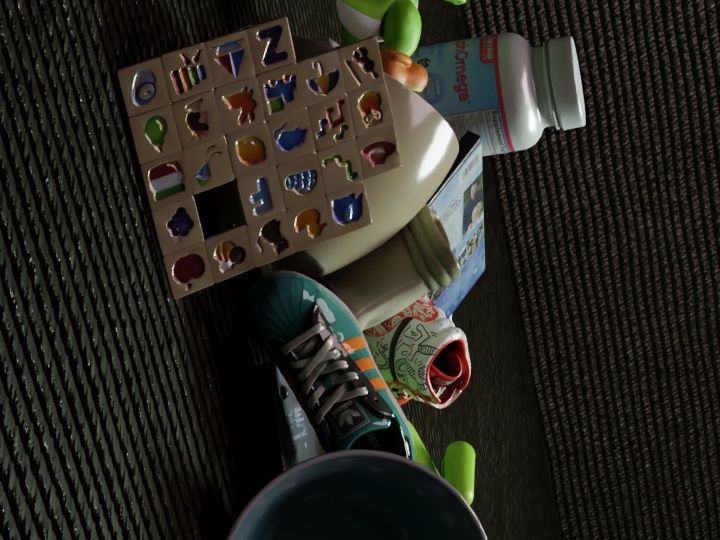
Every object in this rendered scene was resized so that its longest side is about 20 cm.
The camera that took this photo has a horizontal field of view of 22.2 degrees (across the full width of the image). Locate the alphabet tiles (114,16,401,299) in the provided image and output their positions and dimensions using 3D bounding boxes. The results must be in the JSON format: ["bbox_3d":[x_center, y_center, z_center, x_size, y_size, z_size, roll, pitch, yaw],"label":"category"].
[{"bbox_3d":[-0.064,-0.090,1.292,0.008,0.200,0.168,21,-52,57],"label":"alphabet tiles"}]

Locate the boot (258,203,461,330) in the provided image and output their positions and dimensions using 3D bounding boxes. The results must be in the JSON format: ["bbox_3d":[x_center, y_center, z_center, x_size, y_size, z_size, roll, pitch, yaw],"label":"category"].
[{"bbox_3d":[0.000,0.000,1.511,0.072,0.154,0.200,58,0,-19],"label":"boot"}]

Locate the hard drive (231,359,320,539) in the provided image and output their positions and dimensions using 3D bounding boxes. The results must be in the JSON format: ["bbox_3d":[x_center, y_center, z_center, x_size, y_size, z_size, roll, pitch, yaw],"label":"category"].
[{"bbox_3d":[-0.058,0.169,1.452,0.135,0.042,0.201,-9,89,-80],"label":"hard drive"}]

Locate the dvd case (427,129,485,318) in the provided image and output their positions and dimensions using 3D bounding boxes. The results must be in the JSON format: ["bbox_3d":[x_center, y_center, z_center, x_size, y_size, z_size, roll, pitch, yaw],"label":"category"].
[{"bbox_3d":[0.070,-0.015,1.674,0.143,0.018,0.200,-51,155,-28],"label":"dvd case"}]

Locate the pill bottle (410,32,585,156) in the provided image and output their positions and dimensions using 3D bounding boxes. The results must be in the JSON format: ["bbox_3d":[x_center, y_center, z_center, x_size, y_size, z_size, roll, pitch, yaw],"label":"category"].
[{"bbox_3d":[0.101,-0.157,1.679,0.109,0.199,0.109,-9,90,-80],"label":"pill bottle"}]

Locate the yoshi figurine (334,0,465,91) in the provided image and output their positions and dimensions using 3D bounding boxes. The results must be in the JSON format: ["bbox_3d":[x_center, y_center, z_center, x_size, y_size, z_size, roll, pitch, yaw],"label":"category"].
[{"bbox_3d":[0.034,-0.257,1.580,0.112,0.112,0.201,-125,-139,-81],"label":"yoshi figurine"}]

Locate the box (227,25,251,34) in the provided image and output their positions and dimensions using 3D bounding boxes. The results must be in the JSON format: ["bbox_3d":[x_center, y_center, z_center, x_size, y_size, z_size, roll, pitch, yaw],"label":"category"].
[{"bbox_3d":[-0.036,-0.143,1.549,0.200,0.041,0.039,29,62,-39],"label":"box"}]

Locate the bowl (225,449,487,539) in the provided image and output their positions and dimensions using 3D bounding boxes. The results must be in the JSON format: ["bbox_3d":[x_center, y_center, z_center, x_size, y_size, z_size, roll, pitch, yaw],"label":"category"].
[{"bbox_3d":[-0.010,0.226,1.336,0.105,0.200,0.201,177,-95,-81],"label":"bowl"}]

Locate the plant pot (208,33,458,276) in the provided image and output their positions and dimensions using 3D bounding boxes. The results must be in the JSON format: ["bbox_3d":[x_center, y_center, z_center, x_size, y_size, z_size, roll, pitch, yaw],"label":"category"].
[{"bbox_3d":[-0.042,-0.075,1.417,0.135,0.200,0.200,-64,159,-15],"label":"plant pot"}]

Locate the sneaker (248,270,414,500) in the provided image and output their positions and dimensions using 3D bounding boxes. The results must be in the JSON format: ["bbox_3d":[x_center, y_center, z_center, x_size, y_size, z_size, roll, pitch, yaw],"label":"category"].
[{"bbox_3d":[-0.015,0.089,1.385,0.200,0.071,0.080,55,6,-22],"label":"sneaker"}]

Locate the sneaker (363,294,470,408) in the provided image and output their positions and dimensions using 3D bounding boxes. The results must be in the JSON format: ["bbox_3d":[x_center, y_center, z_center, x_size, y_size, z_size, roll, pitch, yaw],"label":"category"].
[{"bbox_3d":[0.035,0.099,1.609,0.108,0.067,0.202,41,-39,27],"label":"sneaker"}]

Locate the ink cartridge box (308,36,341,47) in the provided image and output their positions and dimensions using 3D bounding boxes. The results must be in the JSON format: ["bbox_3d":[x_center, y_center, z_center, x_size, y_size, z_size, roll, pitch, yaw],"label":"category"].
[{"bbox_3d":[-0.037,-0.126,1.697,0.200,0.083,0.147,7,75,-79],"label":"ink cartridge box"}]

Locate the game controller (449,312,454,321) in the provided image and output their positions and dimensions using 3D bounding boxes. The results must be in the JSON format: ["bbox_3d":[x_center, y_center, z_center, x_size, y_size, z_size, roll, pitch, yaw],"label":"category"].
[{"bbox_3d":[0.048,0.022,1.793,0.200,0.042,0.105,-13,105,-68],"label":"game controller"}]

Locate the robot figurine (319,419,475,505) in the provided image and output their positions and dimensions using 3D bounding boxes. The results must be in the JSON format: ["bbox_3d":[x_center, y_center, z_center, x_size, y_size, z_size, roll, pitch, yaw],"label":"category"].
[{"bbox_3d":[0.019,0.205,1.557,0.200,0.175,0.116,61,24,12],"label":"robot figurine"}]
